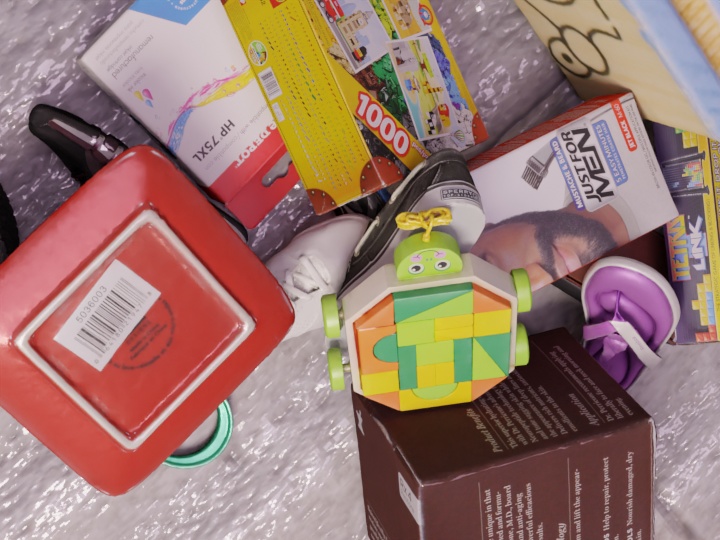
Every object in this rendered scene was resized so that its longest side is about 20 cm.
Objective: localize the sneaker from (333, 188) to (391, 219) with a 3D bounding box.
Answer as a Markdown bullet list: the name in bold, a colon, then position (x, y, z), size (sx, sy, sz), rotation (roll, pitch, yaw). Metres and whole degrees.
- **sneaker**: position (0.000, 0.000, 1.172), size (0.082, 0.071, 0.201), rotation (-20, 104, -19)

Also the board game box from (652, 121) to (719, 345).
- **board game box**: position (0.326, -0.042, 1.215), size (0.164, 0.056, 0.202), rotation (-2, 86, -42)

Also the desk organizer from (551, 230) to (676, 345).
- **desk organizer**: position (0.196, -0.019, 1.225), size (0.199, 0.072, 0.077), rotation (30, 86, -17)

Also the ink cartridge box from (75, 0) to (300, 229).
- **ink cartridge box**: position (-0.113, -0.136, 1.126), size (0.200, 0.067, 0.116), rotation (45, 84, -16)

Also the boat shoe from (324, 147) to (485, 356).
- **boat shoe**: position (0.031, -0.009, 1.074), size (0.070, 0.064, 0.200), rotation (13, 136, -26)

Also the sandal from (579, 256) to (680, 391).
- **sandal**: position (0.217, 0.060, 1.182), size (0.082, 0.203, 0.050), rotation (14, 59, 12)

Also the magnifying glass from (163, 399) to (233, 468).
- **magnifying glass**: position (-0.191, 0.091, 1.155), size (0.199, 0.022, 0.080), rotation (35, 87, -14)

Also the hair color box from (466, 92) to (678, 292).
- **hair color box**: position (0.143, -0.052, 1.138), size (0.199, 0.064, 0.112), rotation (-27, 101, -13)

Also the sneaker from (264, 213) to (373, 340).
- **sneaker**: position (-0.068, 0.026, 1.117), size (0.199, 0.088, 0.076), rotation (-33, 88, 9)

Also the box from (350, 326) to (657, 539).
- **box**: position (0.115, 0.172, 1.157), size (0.198, 0.166, 0.165), rotation (-13, 118, -13)

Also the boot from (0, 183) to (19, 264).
- **boot**: position (-0.323, 0.003, 1.086), size (0.131, 0.070, 0.201), rotation (-21, 89, 2)

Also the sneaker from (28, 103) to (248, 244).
- **sneaker**: position (-0.194, -0.035, 1.114), size (0.199, 0.076, 0.116), rotation (34, 90, -17)

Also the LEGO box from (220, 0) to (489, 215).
- **LEGO box**: position (-0.005, -0.163, 1.097), size (0.149, 0.077, 0.201), rotation (-28, 95, -48)

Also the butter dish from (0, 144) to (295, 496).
- **butter dish**: position (-0.186, 0.023, 1.037), size (0.200, 0.148, 0.200), rotation (-45, 124, -8)

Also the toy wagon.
- **toy wagon**: position (0.049, 0.033, 1.046), size (0.154, 0.040, 0.201), rotation (-8, 142, -2)

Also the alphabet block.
- **alphabet block**: position (0.248, -0.247, 1.127), size (0.196, 0.200, 0.196), rotation (-44, 119, -7)
